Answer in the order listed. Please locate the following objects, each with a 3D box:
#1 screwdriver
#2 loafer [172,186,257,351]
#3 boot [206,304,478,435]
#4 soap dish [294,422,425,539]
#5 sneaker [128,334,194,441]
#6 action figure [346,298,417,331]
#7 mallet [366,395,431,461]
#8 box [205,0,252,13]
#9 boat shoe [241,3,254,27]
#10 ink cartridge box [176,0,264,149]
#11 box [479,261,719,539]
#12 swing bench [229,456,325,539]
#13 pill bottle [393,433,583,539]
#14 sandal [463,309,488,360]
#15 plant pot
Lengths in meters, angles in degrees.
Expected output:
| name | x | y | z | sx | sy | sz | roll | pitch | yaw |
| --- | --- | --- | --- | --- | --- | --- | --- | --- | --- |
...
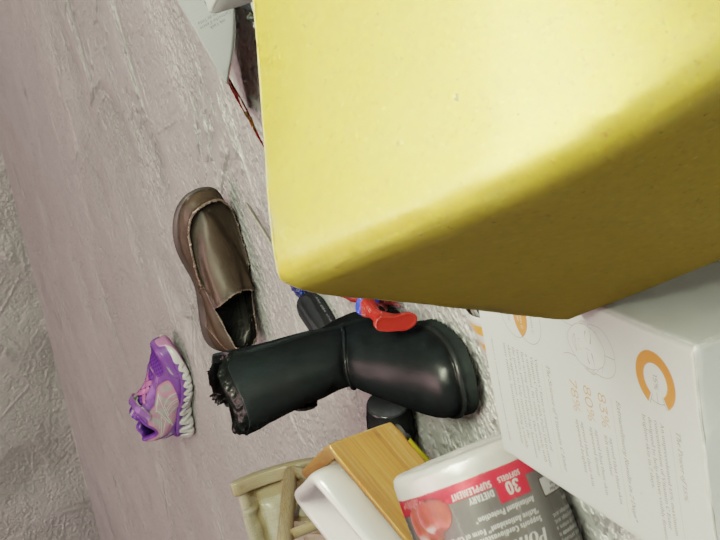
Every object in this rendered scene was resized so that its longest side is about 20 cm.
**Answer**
| name | x | y | z | sx | sy | sz | roll | pitch | yaw |
| --- | --- | --- | --- | --- | --- | --- | --- | --- | --- |
| screwdriver | -0.074 | 0.001 | 1.323 | 0.200 | 0.029 | 0.028 | 51 | 152 | 32 |
| loafer | -0.144 | 0.003 | 1.476 | 0.071 | 0.073 | 0.201 | 25 | 137 | 49 |
| boot | -0.020 | 0.090 | 1.070 | 0.200 | 0.167 | 0.077 | 26 | 131 | 62 |
| soap dish | 0.040 | 0.213 | 1.069 | 0.200 | 0.081 | 0.157 | 50 | 163 | 6 |
| sneaker | -0.293 | 0.180 | 1.977 | 0.081 | 0.088 | 0.201 | 55 | 153 | 40 |
| action figure | 0.000 | 0.000 | 1.113 | 0.200 | 0.051 | 0.066 | -148 | 48 | -67 |
| mallet | 0.065 | 0.163 | 1.111 | 0.200 | 0.041 | 0.066 | 35 | 143 | 52 |
| box | -0.053 | -0.300 | 0.864 | 0.200 | 0.130 | 0.200 | 69 | 160 | 4 |
| boat shoe | -0.072 | -0.222 | 1.084 | 0.200 | 0.060 | 0.076 | 59 | 157 | 30 |
| ink cartridge box | -0.125 | -0.221 | 1.216 | 0.200 | 0.050 | 0.161 | 58 | -178 | -23 |
| box | 0.152 | 0.054 | 0.693 | 0.200 | 0.097 | 0.125 | 28 | 133 | 63 |
| swing bench | -0.025 | 0.302 | 1.339 | 0.200 | 0.129 | 0.200 | -155 | 49 | -70 |
| pill bottle | 0.106 | 0.217 | 0.936 | 0.201 | 0.110 | 0.111 | 69 | 160 | 6 |
| sandal | 0.090 | 0.009 | 0.868 | 0.079 | 0.059 | 0.208 | 13 | 120 | 67 |
| plant pot | 0.096 | -0.100 | 0.533 | 0.199 | 0.195 | 0.195 | -17 | 74 | 41 |
